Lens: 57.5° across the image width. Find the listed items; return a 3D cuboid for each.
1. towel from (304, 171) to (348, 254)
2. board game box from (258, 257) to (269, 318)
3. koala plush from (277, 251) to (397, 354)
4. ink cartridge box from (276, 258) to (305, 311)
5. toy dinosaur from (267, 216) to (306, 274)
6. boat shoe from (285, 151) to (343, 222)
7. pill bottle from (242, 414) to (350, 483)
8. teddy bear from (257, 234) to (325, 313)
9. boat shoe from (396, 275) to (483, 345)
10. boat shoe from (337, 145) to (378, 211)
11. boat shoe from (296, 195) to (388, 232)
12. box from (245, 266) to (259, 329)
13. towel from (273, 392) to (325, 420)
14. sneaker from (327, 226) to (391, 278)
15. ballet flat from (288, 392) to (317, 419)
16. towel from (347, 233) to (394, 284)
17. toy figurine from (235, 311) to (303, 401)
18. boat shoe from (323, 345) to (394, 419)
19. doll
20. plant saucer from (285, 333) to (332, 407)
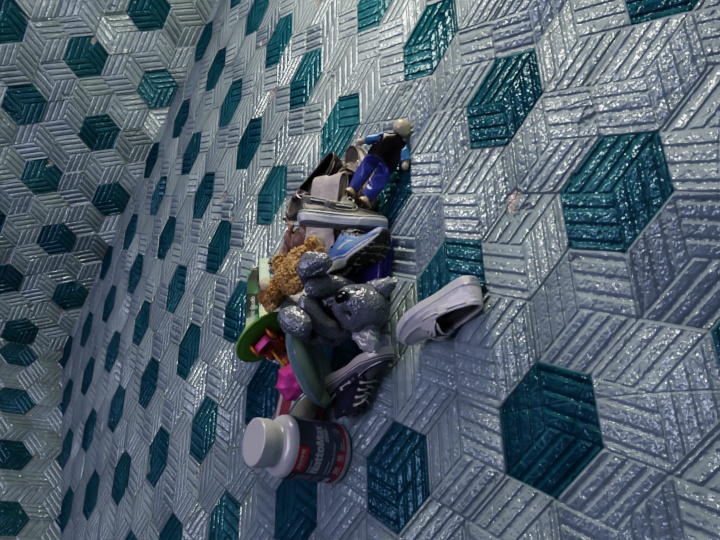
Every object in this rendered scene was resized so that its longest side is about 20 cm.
[{"bbox_3d":[-0.081,-0.117,1.487,0.131,0.034,0.206,2,85,55],"label":"towel"},{"bbox_3d":[-0.243,0.089,1.670,0.136,0.028,0.203,97,170,-47],"label":"board game box"},{"bbox_3d":[-0.021,0.073,1.278,0.197,0.184,0.181,-1,60,38],"label":"koala plush"},{"bbox_3d":[-0.173,0.074,1.582,0.201,0.066,0.119,120,151,-55],"label":"ink cartridge box"},{"bbox_3d":[-0.139,-0.071,1.624,0.198,0.085,0.138,-31,60,24],"label":"toy dinosaur"},{"bbox_3d":[-0.118,-0.205,1.588,0.066,0.057,0.201,28,70,41],"label":"boat shoe"},{"bbox_3d":[-0.128,0.353,1.305,0.119,0.197,0.122,-27,54,46],"label":"pill bottle"},{"bbox_3d":[-0.156,0.003,1.444,0.197,0.067,0.147,-29,51,19],"label":"teddy bear"},{"bbox_3d":[0.135,0.087,1.153,0.200,0.072,0.066,-45,38,37],"label":"boat shoe"},{"bbox_3d":[-0.012,-0.218,1.501,0.075,0.072,0.203,-46,42,34],"label":"boat shoe"},{"bbox_3d":[-0.035,-0.126,1.391,0.072,0.195,0.073,133,142,-76],"label":"boat shoe"},{"bbox_3d":[-0.282,0.112,1.724,0.145,0.035,0.204,101,165,-59],"label":"box"},{"bbox_3d":[-0.146,0.349,1.495,0.199,0.022,0.148,12,87,58],"label":"towel"},{"bbox_3d":[-0.012,-0.053,1.339,0.198,0.077,0.091,-26,62,48],"label":"sneaker"},{"bbox_3d":[-0.130,0.334,1.413,0.063,0.067,0.202,53,130,25],"label":"ballet flat"},{"bbox_3d":[0.000,0.000,1.418,0.198,0.049,0.152,-12,72,53],"label":"towel"},{"bbox_3d":[-0.160,0.217,1.477,0.150,0.200,0.184,-45,59,4],"label":"toy figurine"},{"bbox_3d":[0.007,0.225,1.295,0.199,0.073,0.095,-39,60,43],"label":"boat shoe"},{"bbox_3d":[0.042,-0.243,1.415,0.135,0.048,0.202,33,87,17],"label":"doll"},{"bbox_3d":[-0.107,0.191,1.360,0.027,0.201,0.203,-22,51,10],"label":"plant saucer"}]
